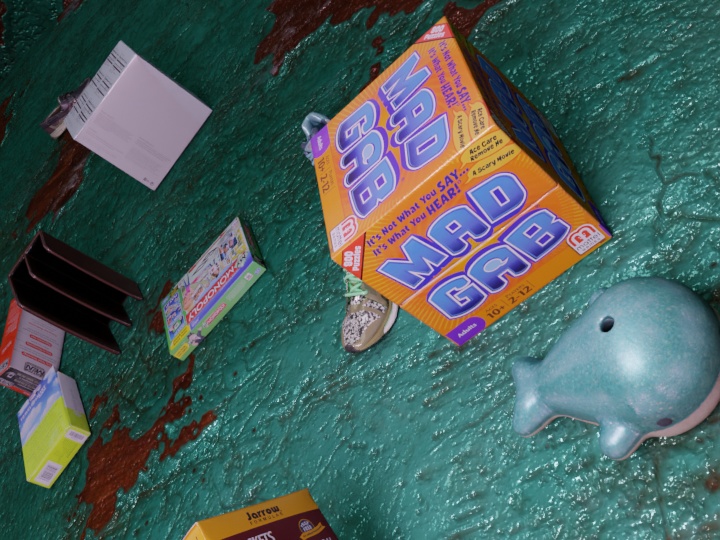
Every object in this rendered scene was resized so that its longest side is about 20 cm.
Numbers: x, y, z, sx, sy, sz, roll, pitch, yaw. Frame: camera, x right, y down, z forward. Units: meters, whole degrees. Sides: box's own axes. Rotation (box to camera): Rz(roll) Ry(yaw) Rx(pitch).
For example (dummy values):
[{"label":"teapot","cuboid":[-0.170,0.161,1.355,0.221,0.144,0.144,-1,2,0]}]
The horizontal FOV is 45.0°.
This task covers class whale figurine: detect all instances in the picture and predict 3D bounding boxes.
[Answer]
[{"label":"whale figurine","cuboid":[0.199,0.077,0.724,0.200,0.104,0.160,-23,47,38]}]

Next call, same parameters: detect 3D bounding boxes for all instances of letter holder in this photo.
[{"label":"letter holder","cuboid":[-0.477,0.042,1.476,0.101,0.200,0.142,-53,35,4]}]

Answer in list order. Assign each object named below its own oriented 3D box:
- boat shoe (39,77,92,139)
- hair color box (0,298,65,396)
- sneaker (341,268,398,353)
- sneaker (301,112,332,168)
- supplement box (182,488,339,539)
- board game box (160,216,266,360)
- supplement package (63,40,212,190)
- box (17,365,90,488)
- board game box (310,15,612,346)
[{"label":"boat shoe","cuboid":[-0.798,-0.451,2.370,0.200,0.065,0.072,-48,34,11]},{"label":"hair color box","cuboid":[-0.629,0.139,1.669,0.061,0.101,0.201,-36,39,25]},{"label":"sneaker","cuboid":[0.000,0.000,1.036,0.077,0.088,0.201,-13,54,44]},{"label":"sneaker","cuboid":[-0.044,-0.149,1.210,0.078,0.086,0.200,-43,37,19]},{"label":"supplement box","cuboid":[-0.086,0.336,0.737,0.200,0.132,0.198,52,121,27]},{"label":"board game box","cuboid":[-0.232,0.026,1.346,0.200,0.029,0.135,-46,35,14]},{"label":"supplement package","cuboid":[-0.442,-0.307,1.719,0.200,0.191,0.147,-53,36,4]},{"label":"box","cuboid":[-0.533,0.265,1.498,0.122,0.048,0.200,-52,35,5]},{"label":"board game box","cuboid":[0.095,-0.088,0.897,0.200,0.200,0.200,-39,38,23]}]
